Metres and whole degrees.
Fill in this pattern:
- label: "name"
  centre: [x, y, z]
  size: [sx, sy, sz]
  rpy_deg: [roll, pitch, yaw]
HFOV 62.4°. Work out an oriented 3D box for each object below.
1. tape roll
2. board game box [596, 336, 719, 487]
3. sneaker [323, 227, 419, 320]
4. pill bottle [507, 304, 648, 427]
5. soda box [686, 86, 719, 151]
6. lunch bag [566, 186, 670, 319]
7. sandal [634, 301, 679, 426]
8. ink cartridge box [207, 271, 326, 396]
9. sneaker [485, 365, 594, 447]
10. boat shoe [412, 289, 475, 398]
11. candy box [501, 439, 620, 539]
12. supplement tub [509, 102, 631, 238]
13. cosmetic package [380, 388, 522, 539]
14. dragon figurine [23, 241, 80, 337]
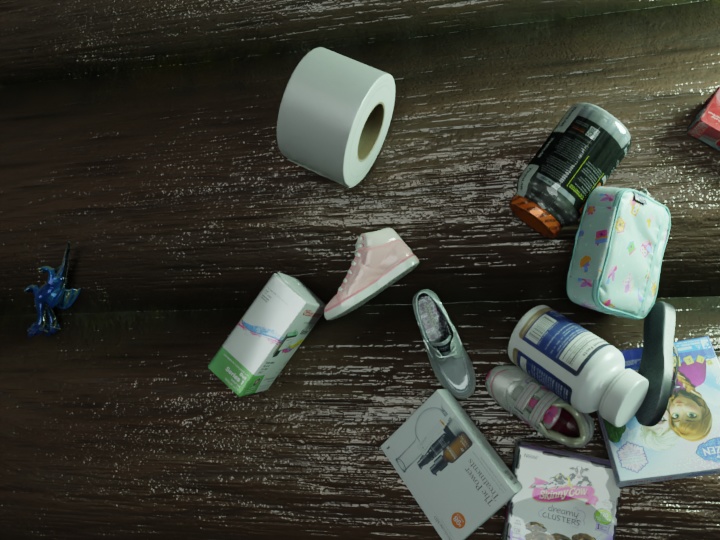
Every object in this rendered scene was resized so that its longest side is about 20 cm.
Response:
- label: "tape roll"
  centre: [-0.039, -0.270, 1.051]
  size: [0.137, 0.203, 0.207]
  rpy_deg: [24, 89, 14]
- label: "board game box"
  centre: [0.475, 0.218, 0.930]
  size: [0.195, 0.041, 0.204]
  rpy_deg: [-12, 58, 11]
- label: "sneaker"
  centre: [0.000, 0.000, 1.077]
  size: [0.198, 0.075, 0.106]
  rpy_deg: [-34, 83, -1]
- label: "pill bottle"
  centre: [0.338, 0.149, 0.930]
  size: [0.112, 0.110, 0.199]
  rpy_deg: [-55, 47, 2]
- label: "soda box"
  centre: [0.647, -0.214, 0.966]
  size: [0.198, 0.063, 0.071]
  rpy_deg: [35, 92, 13]
- label: "lunch bag"
  centre: [0.423, -0.030, 0.957]
  size: [0.157, 0.077, 0.205]
  rpy_deg: [15, 89, -28]
- label: "sandal"
  centre: [0.465, 0.143, 0.914]
  size: [0.042, 0.076, 0.204]
  rpy_deg: [22, 66, -1]
- label: "ink cartridge box"
  centre: [-0.160, 0.115, 1.064]
  size: [0.083, 0.145, 0.202]
  rpy_deg: [37, 92, 12]
- label: "sneaker"
  centre: [0.299, 0.222, 0.982]
  size: [0.197, 0.088, 0.083]
  rpy_deg: [28, 90, 14]
- label: "boat shoe"
  centre: [0.140, 0.128, 1.035]
  size: [0.069, 0.071, 0.205]
  rpy_deg: [-25, 79, 8]
- label: "candy box"
  centre: [0.323, 0.399, 0.966]
  size: [0.163, 0.071, 0.206]
  rpy_deg: [8, 85, 13]
- label: "supplement tub"
  centre: [0.346, -0.164, 0.996]
  size: [0.122, 0.122, 0.202]
  rpy_deg: [38, 92, 13]
- label: "cosmetic package"
  centre: [0.146, 0.326, 0.989]
  size: [0.151, 0.051, 0.201]
  rpy_deg: [-48, 62, 17]
- label: "dragon figurine"
  centre: [-0.619, 0.043, 1.216]
  size: [0.099, 0.059, 0.201]
  rpy_deg: [42, 94, 13]
